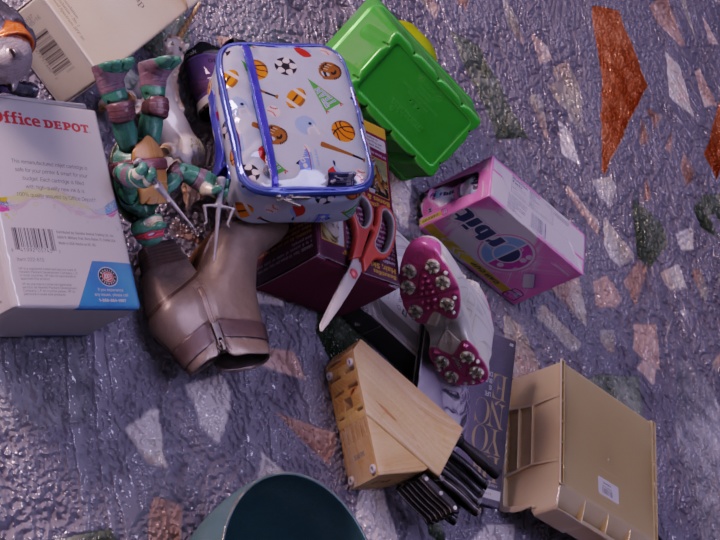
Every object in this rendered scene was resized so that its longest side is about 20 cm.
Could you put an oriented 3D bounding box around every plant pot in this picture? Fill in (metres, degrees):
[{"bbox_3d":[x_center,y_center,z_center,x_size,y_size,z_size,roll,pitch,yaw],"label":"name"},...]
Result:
[{"bbox_3d":[-0.095,0.296,1.415,0.199,0.134,0.202,27,52,-39],"label":"plant pot"}]

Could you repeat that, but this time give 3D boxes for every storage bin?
[{"bbox_3d":[0.269,0.243,1.917,0.199,0.093,0.200,34,48,-35],"label":"storage bin"}]

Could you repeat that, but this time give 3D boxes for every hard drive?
[{"bbox_3d":[0.067,0.053,1.827,0.200,0.038,0.140,44,42,-27],"label":"hard drive"}]

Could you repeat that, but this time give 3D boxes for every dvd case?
[{"bbox_3d":[0.115,0.159,1.794,0.148,0.016,0.202,21,70,-38],"label":"dvd case"}]

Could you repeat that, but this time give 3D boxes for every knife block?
[{"bbox_3d":[0.065,0.176,1.697,0.174,0.064,0.202,-1,70,-34],"label":"knife block"}]

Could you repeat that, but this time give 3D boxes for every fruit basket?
[{"bbox_3d":[0.038,-0.226,1.897,0.215,0.156,0.216,43,-1,1],"label":"fruit basket"}]

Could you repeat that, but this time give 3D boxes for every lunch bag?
[{"bbox_3d":[-0.077,-0.139,1.598,0.159,0.076,0.201,0,58,-23],"label":"lunch bag"}]

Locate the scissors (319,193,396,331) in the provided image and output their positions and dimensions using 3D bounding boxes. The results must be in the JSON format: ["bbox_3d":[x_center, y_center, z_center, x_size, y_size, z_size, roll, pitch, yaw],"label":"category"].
[{"bbox_3d":[0.000,0.000,1.625,0.073,0.014,0.201,41,42,-31],"label":"scissors"}]

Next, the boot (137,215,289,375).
[{"bbox_3d":[-0.127,0.027,1.561,0.199,0.070,0.147,-17,67,-33],"label":"boot"}]

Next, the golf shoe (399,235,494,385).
[{"bbox_3d":[0.098,0.032,1.737,0.092,0.075,0.201,-61,141,-44],"label":"golf shoe"}]

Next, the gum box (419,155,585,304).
[{"bbox_3d":[0.174,-0.050,1.949,0.200,0.113,0.067,37,45,-32],"label":"gum box"}]

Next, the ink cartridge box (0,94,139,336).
[{"bbox_3d":[-0.295,-0.048,1.409,0.144,0.084,0.202,3,69,-50],"label":"ink cartridge box"}]

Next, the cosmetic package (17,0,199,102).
[{"bbox_3d":[-0.259,-0.261,1.584,0.104,0.073,0.200,53,40,-14],"label":"cosmetic package"}]

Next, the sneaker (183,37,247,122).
[{"bbox_3d":[-0.111,-0.220,1.740,0.199,0.076,0.088,-6,68,-51],"label":"sneaker"}]

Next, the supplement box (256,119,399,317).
[{"bbox_3d":[-0.042,-0.070,1.710,0.130,0.103,0.202,22,54,-42],"label":"supplement box"}]

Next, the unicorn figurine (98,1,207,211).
[{"bbox_3d":[-0.202,-0.163,1.607,0.137,0.073,0.202,-30,108,-64],"label":"unicorn figurine"}]

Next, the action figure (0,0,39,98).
[{"bbox_3d":[-0.362,-0.226,1.375,0.193,0.105,0.200,41,17,24],"label":"action figure"}]

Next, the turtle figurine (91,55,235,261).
[{"bbox_3d":[-0.197,-0.099,1.484,0.150,0.100,0.202,-21,101,-70],"label":"turtle figurine"}]
